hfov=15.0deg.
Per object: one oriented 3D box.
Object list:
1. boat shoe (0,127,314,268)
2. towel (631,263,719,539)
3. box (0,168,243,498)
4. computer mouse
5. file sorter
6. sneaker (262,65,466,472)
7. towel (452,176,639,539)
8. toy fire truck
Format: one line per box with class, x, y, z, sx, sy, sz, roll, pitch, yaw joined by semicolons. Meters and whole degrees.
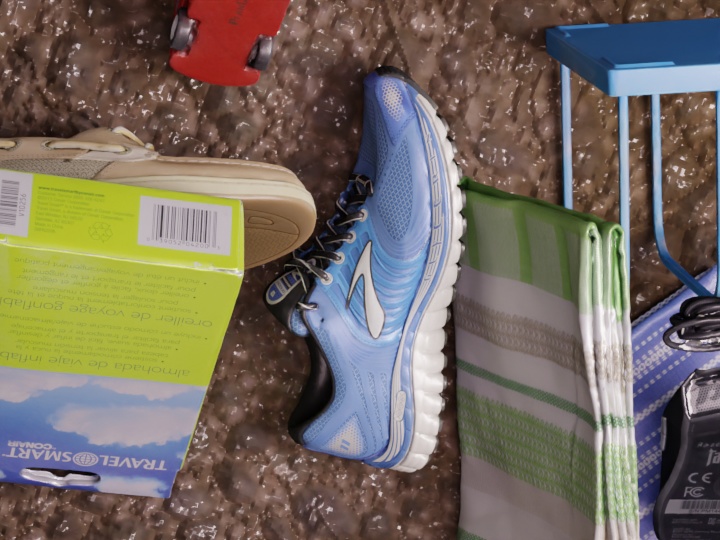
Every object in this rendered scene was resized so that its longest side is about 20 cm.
boat shoe;-0.122;-0.039;1.303;0.199;0.072;0.065;-2;56;1
towel;0.182;0.118;1.412;0.145;0.024;0.200;-36;103;-1
box;-0.130;0.034;1.291;0.121;0.048;0.200;7;144;-10
computer mouse;0.213;0.067;1.338;0.140;0.046;0.200;-4;138;0
file sorter;0.203;-0.055;1.326;0.199;0.139;0.123;-4;104;-7
sneaker;0.000;0.000;1.336;0.089;0.079;0.201;3;100;-11
towel;0.081;0.063;1.322;0.031;0.149;0.201;-12;105;-28
toy fire truck;-0.043;-0.200;1.280;0.049;0.141;0.200;12;138;-12
